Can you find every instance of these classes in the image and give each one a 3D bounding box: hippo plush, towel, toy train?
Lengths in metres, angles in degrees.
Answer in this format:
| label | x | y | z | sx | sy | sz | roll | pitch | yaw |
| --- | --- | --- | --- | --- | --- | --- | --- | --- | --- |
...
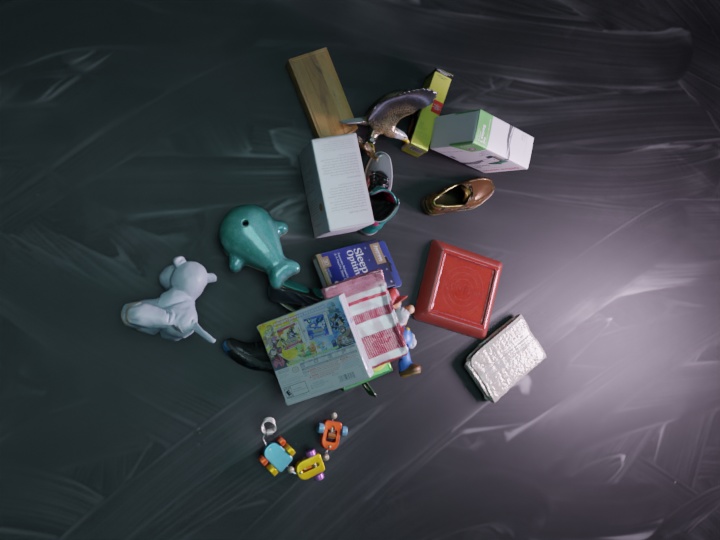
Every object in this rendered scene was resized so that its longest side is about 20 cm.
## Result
| label | x | y | z | sx | sy | sz | roll | pitch | yaw |
| --- | --- | --- | --- | --- | --- | --- | --- | --- | --- |
| hippo plush | -0.390 | 0.051 | 1.424 | 0.159 | 0.199 | 0.162 | 24 | 71 | -35 |
| towel | 0.011 | 0.110 | 1.487 | 0.143 | 0.023 | 0.202 | -19 | 91 | -17 |
| toy train | -0.133 | 0.385 | 1.539 | 0.198 | 0.056 | 0.152 | 8 | 83 | -19 |
| towel | 0.355 | 0.217 | 1.702 | 0.199 | 0.034 | 0.133 | -36 | 98 | -17 |

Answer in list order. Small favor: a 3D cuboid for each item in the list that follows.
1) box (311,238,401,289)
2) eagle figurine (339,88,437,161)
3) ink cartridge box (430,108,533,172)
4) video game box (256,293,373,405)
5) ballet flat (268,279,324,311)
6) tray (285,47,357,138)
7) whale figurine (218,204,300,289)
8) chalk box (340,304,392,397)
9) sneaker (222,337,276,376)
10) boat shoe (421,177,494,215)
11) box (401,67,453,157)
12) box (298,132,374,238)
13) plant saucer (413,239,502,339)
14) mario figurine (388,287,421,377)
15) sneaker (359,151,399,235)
| label | x | y | z | sx | sy | sz | roll | pitch | yaw |
| --- | --- | --- | --- | --- | --- | --- | --- | --- | --- |
| box | 0.000 | 0.000 | 1.580 | 0.199 | 0.032 | 0.122 | -16 | 77 | -31 |
| eagle figurine | 0.069 | -0.349 | 1.577 | 0.152 | 0.151 | 0.201 | 41 | 100 | 31 |
| ink cartridge box | 0.287 | -0.299 | 1.628 | 0.199 | 0.146 | 0.085 | 16 | 83 | -37 |
| video game box | -0.095 | 0.166 | 1.455 | 0.199 | 0.047 | 0.184 | -20 | 94 | 15 |
| ballet flat | -0.117 | 0.068 | 1.562 | 0.199 | 0.073 | 0.074 | 16 | 82 | -21 |
| tray | -0.089 | -0.406 | 1.614 | 0.098 | 0.037 | 0.201 | -23 | 92 | -17 |
| whale figurine | -0.219 | -0.057 | 1.493 | 0.159 | 0.104 | 0.200 | -39 | 75 | -15 |
| chalk box | -0.016 | 0.191 | 1.547 | 0.123 | 0.125 | 0.202 | -19 | 90 | -17 |
| sneaker | -0.207 | 0.184 | 1.527 | 0.199 | 0.073 | 0.083 | 26 | 71 | -22 |
| boat shoe | 0.248 | -0.179 | 1.679 | 0.199 | 0.068 | 0.072 | -23 | 91 | -17 |
| box | 0.159 | -0.379 | 1.665 | 0.050 | 0.075 | 0.201 | 22 | 79 | -14 |
| box | -0.057 | -0.185 | 1.547 | 0.105 | 0.152 | 0.202 | -12 | 90 | -17 |
| plant saucer | 0.245 | 0.046 | 1.680 | 0.198 | 0.037 | 0.202 | 17 | 81 | -15 |
| mario figurine | 0.104 | 0.135 | 1.579 | 0.105 | 0.123 | 0.202 | -14 | 86 | -34 |
| sneaker | 0.045 | -0.186 | 1.593 | 0.083 | 0.121 | 0.202 | 11 | 83 | -15 |
